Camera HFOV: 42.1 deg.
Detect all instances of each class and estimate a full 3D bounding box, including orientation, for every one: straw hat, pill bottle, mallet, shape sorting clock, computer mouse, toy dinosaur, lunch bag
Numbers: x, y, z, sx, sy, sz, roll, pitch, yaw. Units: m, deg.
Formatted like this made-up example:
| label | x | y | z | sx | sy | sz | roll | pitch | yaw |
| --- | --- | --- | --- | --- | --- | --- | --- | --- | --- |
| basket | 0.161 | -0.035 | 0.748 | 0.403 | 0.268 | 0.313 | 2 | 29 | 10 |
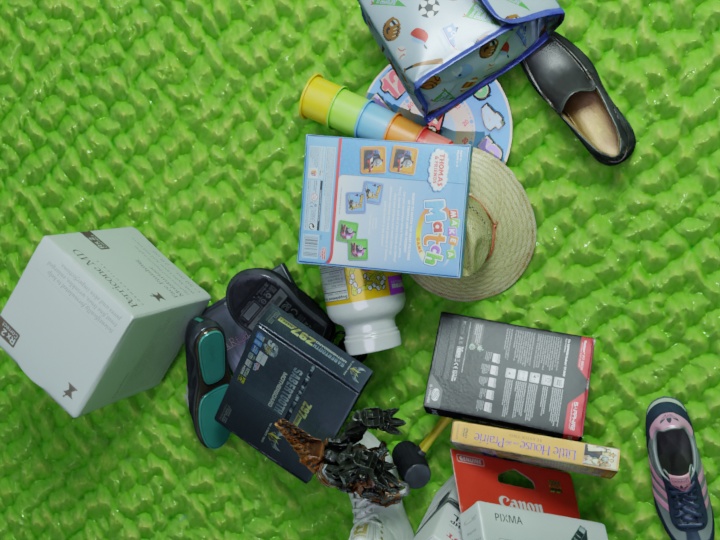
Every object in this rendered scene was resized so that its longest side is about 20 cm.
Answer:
| label | x | y | z | sx | sy | sz | roll | pitch | yaw |
| --- | --- | --- | --- | --- | --- | --- | --- | --- | --- |
| straw hat | 0.119 | -0.042 | 1.147 | 0.197 | 0.085 | 0.205 | 4 | 109 | 10 |
| pill bottle | 0.000 | 0.000 | 1.184 | 0.102 | 0.104 | 0.204 | -10 | 90 | 16 |
| mallet | 0.115 | 0.198 | 1.216 | 0.041 | 0.066 | 0.201 | 33 | 106 | -24 |
| shape sorting clock | 0.092 | -0.175 | 1.174 | 0.196 | 0.039 | 0.204 | 3 | 100 | 15 |
| computer mouse | -0.096 | 0.074 | 1.246 | 0.138 | 0.053 | 0.200 | -42 | 99 | 15 |
| toy dinosaur | -0.016 | 0.237 | 1.150 | 0.135 | 0.198 | 0.104 | -37 | 53 | 41 |
| lunch bag | 0.114 | -0.307 | 1.088 | 0.198 | 0.124 | 0.172 | -30 | 73 | 3 |

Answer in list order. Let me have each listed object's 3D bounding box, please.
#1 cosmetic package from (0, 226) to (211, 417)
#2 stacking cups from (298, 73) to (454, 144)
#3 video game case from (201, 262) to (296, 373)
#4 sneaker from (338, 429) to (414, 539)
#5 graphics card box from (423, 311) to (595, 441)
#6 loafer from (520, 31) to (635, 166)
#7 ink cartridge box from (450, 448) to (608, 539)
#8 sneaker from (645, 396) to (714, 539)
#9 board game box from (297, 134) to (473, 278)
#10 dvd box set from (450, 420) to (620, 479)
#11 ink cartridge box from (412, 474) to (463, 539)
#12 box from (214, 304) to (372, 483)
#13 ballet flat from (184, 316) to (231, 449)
| label | x | y | z | sx | sy | sz | roll | pitch | yaw |
| --- | --- | --- | --- | --- | --- | --- | --- | --- | --- |
| cosmetic package | -0.338 | 0.061 | 1.238 | 0.164 | 0.200 | 0.166 | 38 | 106 | 12 |
| stacking cups | 0.022 | -0.181 | 1.146 | 0.197 | 0.060 | 0.061 | 24 | 105 | 16 |
| video game case | -0.116 | 0.112 | 1.289 | 0.141 | 0.019 | 0.202 | -28 | 92 | 18 |
| sneaker | 0.012 | 0.314 | 1.237 | 0.073 | 0.115 | 0.203 | -24 | 91 | 19 |
| graphics card box | 0.184 | 0.132 | 1.167 | 0.196 | 0.051 | 0.128 | 9 | 74 | 11 |
| loafer | 0.254 | -0.211 | 1.107 | 0.073 | 0.072 | 0.201 | -42 | 86 | 18 |
| ink cartridge box | 0.207 | 0.299 | 1.112 | 0.197 | 0.176 | 0.044 | 16 | 139 | -26 |
| sneaker | 0.388 | 0.262 | 1.143 | 0.069 | 0.082 | 0.204 | -15 | 95 | 16 |
| board game box | 0.028 | -0.076 | 1.103 | 0.196 | 0.037 | 0.155 | 6 | 93 | 13 |
| dvd box set | 0.214 | 0.221 | 1.153 | 0.196 | 0.146 | 0.030 | 8 | 77 | 14 |
| ink cartridge box | 0.144 | 0.347 | 1.157 | 0.144 | 0.200 | 0.085 | 40 | 115 | 5 |
| box | -0.090 | 0.163 | 1.210 | 0.156 | 0.051 | 0.201 | 33 | 129 | 5 |
| ballet flat | -0.213 | 0.150 | 1.295 | 0.072 | 0.073 | 0.203 | 8 | 120 | 14 |
